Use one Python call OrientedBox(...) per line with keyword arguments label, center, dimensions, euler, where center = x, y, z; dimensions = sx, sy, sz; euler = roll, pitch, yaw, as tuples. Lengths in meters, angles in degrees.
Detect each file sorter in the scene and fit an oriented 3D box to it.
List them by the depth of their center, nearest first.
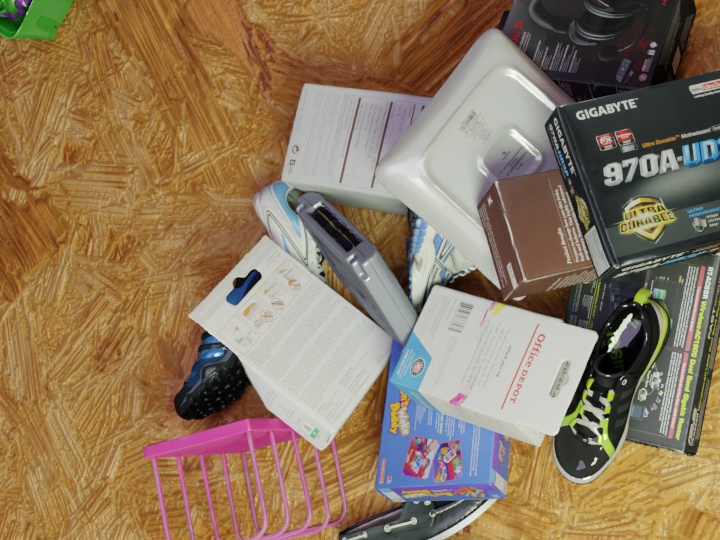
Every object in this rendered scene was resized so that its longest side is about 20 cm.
OrientedBox(label="file sorter", center=(-0.118, 0.239, 1.388), dimensions=(0.137, 0.199, 0.127), euler=(-17, 77, 24))

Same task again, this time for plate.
OrientedBox(label="plate", center=(0.147, -0.108, 1.248), dimensions=(0.199, 0.032, 0.200), euler=(40, 82, -5))

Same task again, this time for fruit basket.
OrientedBox(label="fruit basket", center=(-0.513, -0.404, 1.701), dimensions=(0.215, 0.215, 0.157), euler=(34, 98, 28))

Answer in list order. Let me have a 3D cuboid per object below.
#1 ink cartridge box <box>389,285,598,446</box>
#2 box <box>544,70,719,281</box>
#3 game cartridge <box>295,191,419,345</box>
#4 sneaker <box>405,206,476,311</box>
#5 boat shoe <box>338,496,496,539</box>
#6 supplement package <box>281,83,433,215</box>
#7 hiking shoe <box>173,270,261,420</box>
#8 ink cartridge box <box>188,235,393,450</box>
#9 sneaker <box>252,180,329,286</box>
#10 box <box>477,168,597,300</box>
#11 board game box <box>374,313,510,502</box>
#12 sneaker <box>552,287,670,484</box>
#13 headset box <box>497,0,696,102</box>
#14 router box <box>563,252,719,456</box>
OrientedBox(label="ink cartridge box", center=(0.143, 0.099, 1.262), dimensions=(0.198, 0.068, 0.116), euler=(16, 72, 37))
OrientedBox(label="box", center=(0.287, -0.091, 1.158), dimensions=(0.197, 0.046, 0.161), euler=(-13, 75, -14))
OrientedBox(label="game cartridge", center=(0.000, 0.000, 1.373), dimensions=(0.041, 0.134, 0.200), euler=(-32, 32, -8))
OrientedBox(label="sneaker", center=(0.091, -0.015, 1.337), dimensions=(0.084, 0.201, 0.078), euler=(-1, 62, -1))
OrientedBox(label="boat shoe", center=(0.060, 0.267, 1.353), dimensions=(0.199, 0.076, 0.061), euler=(-34, 85, 18))
OrientedBox(label="supplement package", center=(0.031, -0.130, 1.413), dimensions=(0.198, 0.117, 0.119), euler=(11, 85, 28))
OrientedBox(label="hiking shoe", center=(-0.161, 0.089, 1.514), dimensions=(0.087, 0.074, 0.201), euler=(40, 91, 34))
OrientedBox(label="ink cartridge box", center=(-0.074, 0.077, 1.379), dimensions=(0.199, 0.161, 0.050), euler=(36, 137, 5))
OrientedBox(label="sneaker", center=(-0.066, -0.016, 1.475), dimensions=(0.072, 0.072, 0.202), euler=(-25, 75, 12))
OrientedBox(label="box", center=(0.221, -0.045, 1.194), dimensions=(0.197, 0.075, 0.102), euler=(-11, 75, -15))
OrientedBox(label="board game box", center=(0.094, 0.142, 1.341), dimensions=(0.133, 0.045, 0.203), euler=(-7, 60, 27))
OrientedBox(label="sneaker", center=(0.232, 0.109, 1.215), dimensions=(0.071, 0.083, 0.202), euler=(24, 94, 29))
OrientedBox(label="headset box", center=(0.235, -0.242, 1.326), dimensions=(0.198, 0.077, 0.150), euler=(13, 69, 28))
OrientedBox(label="router box", center=(0.283, 0.073, 1.277), dimensions=(0.148, 0.062, 0.203), euler=(11, 87, 30))
